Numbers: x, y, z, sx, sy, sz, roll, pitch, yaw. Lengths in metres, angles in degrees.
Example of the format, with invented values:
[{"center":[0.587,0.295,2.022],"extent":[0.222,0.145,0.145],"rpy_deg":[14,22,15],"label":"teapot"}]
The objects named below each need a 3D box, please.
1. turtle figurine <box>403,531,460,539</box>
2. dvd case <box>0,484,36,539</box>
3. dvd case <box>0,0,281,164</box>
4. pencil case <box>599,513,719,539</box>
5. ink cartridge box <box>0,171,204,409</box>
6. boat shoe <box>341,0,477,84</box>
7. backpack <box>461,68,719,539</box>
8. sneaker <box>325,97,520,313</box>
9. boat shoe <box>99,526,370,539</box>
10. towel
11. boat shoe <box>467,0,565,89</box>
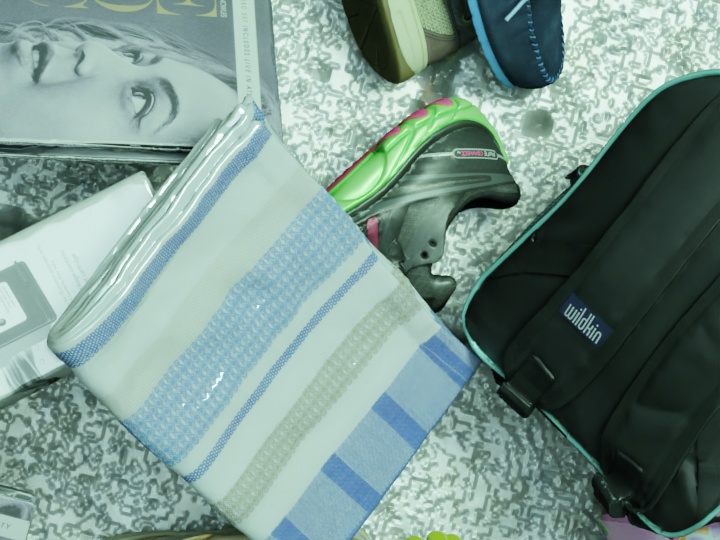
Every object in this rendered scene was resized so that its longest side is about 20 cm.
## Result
[{"center":[0.016,0.210,1.078],"extent":[0.199,0.064,0.162],"rpy_deg":[-8,117,9],"label":"turtle figurine"},{"center":[-0.249,0.176,1.064],"extent":[0.148,0.016,0.200],"rpy_deg":[16,107,-8],"label":"dvd case"},{"center":[-0.140,-0.109,1.076],"extent":[0.199,0.016,0.149],"rpy_deg":[3,46,-9],"label":"dvd case"},{"center":[0.158,0.212,1.132],"extent":[0.087,0.087,0.201],"rpy_deg":[1,87,-9],"label":"pencil case"},{"center":[-0.178,0.032,1.065],"extent":[0.200,0.116,0.067],"rpy_deg":[-27,89,-8],"label":"ink cartridge box"},{"center":[0.015,-0.193,1.109],"extent":[0.066,0.072,0.201],"rpy_deg":[-24,119,-22],"label":"boat shoe"},{"center":[0.177,0.006,1.070],"extent":[0.176,0.153,0.200],"rpy_deg":[47,120,26],"label":"backpack"},{"center":[0.000,0.000,1.116],"extent":[0.200,0.077,0.084],"rpy_deg":[-42,91,-7],"label":"sneaker"},{"center":[-0.085,0.160,1.100],"extent":[0.199,0.069,0.074],"rpy_deg":[-15,90,-9],"label":"boat shoe"},{"center":[-0.038,0.037,1.037],"extent":[0.147,0.024,0.200],"rpy_deg":[-52,124,-15],"label":"towel"},{"center":[0.083,-0.175,1.093],"extent":[0.068,0.084,0.200],"rpy_deg":[-1,129,17],"label":"boat shoe"}]
